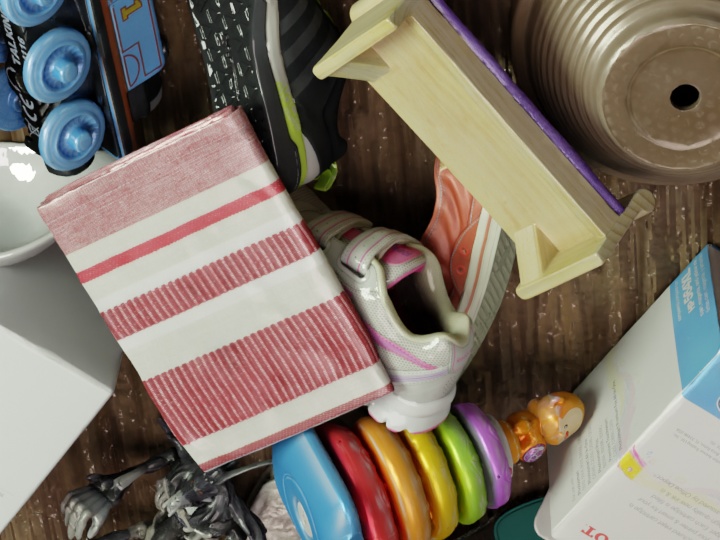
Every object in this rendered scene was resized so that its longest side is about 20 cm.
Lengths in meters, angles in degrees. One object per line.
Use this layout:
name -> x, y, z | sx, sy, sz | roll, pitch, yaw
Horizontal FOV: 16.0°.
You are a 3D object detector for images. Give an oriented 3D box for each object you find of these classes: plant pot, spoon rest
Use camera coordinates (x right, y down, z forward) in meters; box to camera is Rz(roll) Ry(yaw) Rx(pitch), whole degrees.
plant pot -> 0.187, -0.123, 1.509 | 0.200, 0.093, 0.202 | 2, 123, 3
spoon rest -> -0.178, -0.043, 1.583 | 0.199, 0.100, 0.061 | 0, 137, -10

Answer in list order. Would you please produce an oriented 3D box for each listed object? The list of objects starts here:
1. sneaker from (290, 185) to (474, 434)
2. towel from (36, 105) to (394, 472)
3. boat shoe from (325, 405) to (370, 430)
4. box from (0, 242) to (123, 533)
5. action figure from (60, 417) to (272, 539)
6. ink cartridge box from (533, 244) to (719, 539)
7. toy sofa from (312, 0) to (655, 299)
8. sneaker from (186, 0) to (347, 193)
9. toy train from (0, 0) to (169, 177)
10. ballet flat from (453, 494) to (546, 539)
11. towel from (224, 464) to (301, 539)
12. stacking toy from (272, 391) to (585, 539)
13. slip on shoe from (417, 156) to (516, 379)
sneaker -> 0.000, 0.000, 1.571 | 0.200, 0.081, 0.088 | 45, 132, 6
towel -> -0.085, 0.013, 1.536 | 0.143, 0.023, 0.201 | -23, 108, 20
boat shoe -> -0.017, 0.088, 1.665 | 0.068, 0.075, 0.200 | -41, 114, 19
box -> -0.241, 0.085, 1.642 | 0.097, 0.125, 0.200 | 32, 119, -17
action figure -> -0.140, 0.184, 1.713 | 0.119, 0.102, 0.200 | 46, 122, 7
ink cartridge box -> 0.211, 0.113, 1.641 | 0.128, 0.125, 0.200 | 32, 119, -17
toy sofa -> 0.079, -0.090, 1.497 | 0.200, 0.098, 0.083 | 47, 144, -11
sneaker -> -0.049, -0.142, 1.532 | 0.072, 0.083, 0.201 | 14, 117, 45
toy train -> -0.167, -0.148, 1.496 | 0.114, 0.087, 0.201 | -35, 137, -25
ballet flat -> 0.092, 0.205, 1.738 | 0.199, 0.068, 0.075 | -21, 150, -5
towel -> -0.037, 0.218, 1.775 | 0.132, 0.035, 0.201 | 22, 122, -11
stacking toy -> 0.054, 0.123, 1.616 | 0.199, 0.110, 0.116 | -20, 140, -15
slip on shoe -> 0.056, 0.005, 1.618 | 0.061, 0.074, 0.201 | 23, 125, 14
